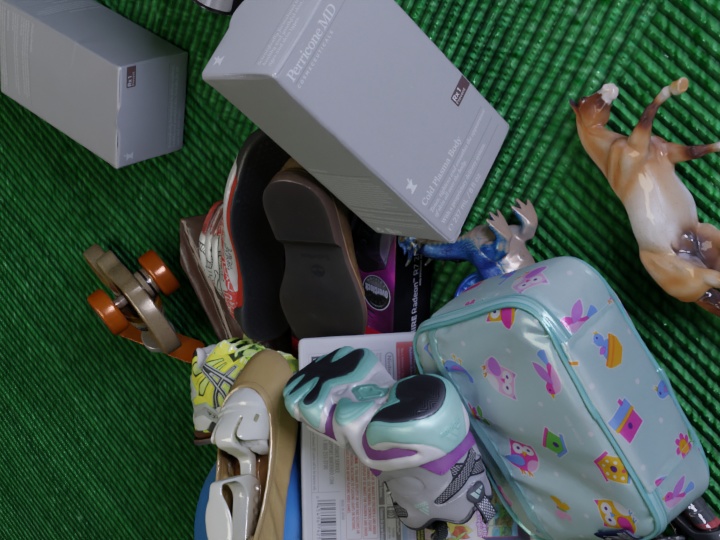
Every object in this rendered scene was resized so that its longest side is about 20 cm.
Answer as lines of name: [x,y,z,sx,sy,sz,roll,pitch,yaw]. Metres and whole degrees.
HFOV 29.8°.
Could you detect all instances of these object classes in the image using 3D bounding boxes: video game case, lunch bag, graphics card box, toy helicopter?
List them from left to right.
toy helicopter: [-0.229,0.027,1.365,0.200,0.079,0.132,36,162,54]
graphics card box: [0.000,0.000,1.119,0.125,0.051,0.200,25,123,39]
video game case: [0.044,0.146,1.029,0.182,0.023,0.200,-4,78,12]
lunch bag: [0.131,0.098,0.917,0.160,0.077,0.200,-20,103,53]

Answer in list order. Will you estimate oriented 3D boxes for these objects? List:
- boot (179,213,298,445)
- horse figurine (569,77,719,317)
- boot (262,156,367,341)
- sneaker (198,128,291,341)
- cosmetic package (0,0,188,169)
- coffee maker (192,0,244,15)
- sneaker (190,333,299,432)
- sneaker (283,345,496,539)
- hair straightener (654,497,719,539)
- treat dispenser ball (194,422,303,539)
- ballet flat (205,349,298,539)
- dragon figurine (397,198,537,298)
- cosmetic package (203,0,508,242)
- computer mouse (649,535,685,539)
boot: [-0.136,0.052,1.279,0.186,0.064,0.200,-31,86,38]
horse figurine: [0.209,-0.039,0.868,0.200,0.050,0.133,60,152,-1]
boot: [-0.023,-0.013,1.060,0.074,0.075,0.200,8,134,18]
sneaker: [-0.097,-0.048,1.131,0.108,0.067,0.202,50,146,47]
cosmetic package: [-0.258,-0.188,1.290,0.200,0.090,0.107,32,128,31]
coffee maker: [-0.027,-0.265,0.950,0.200,0.192,0.135,122,161,-64]
sneaker: [-0.097,0.093,1.157,0.200,0.075,0.076,-17,89,53]
sneaker: [0.024,0.136,0.973,0.200,0.078,0.140,17,139,61]
hair straightener: [0.206,0.155,0.981,0.200,0.041,0.077,48,136,15]
treat dispenser ball: [-0.041,0.220,1.146,0.201,0.201,0.201,22,123,40]
ballet flat: [-0.086,0.152,1.035,0.069,0.063,0.200,-13,67,33]
dragon figurine: [0.109,0.017,0.998,0.200,0.059,0.099,51,138,11]
cosmetic package: [0.001,-0.117,0.930,0.090,0.107,0.200,11,159,46]
computer mouse: [0.257,0.254,0.931,0.200,0.053,0.139,46,158,7]
